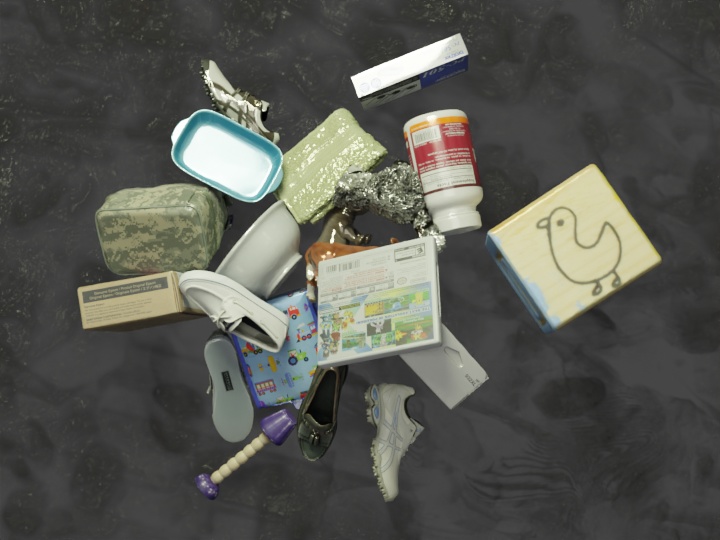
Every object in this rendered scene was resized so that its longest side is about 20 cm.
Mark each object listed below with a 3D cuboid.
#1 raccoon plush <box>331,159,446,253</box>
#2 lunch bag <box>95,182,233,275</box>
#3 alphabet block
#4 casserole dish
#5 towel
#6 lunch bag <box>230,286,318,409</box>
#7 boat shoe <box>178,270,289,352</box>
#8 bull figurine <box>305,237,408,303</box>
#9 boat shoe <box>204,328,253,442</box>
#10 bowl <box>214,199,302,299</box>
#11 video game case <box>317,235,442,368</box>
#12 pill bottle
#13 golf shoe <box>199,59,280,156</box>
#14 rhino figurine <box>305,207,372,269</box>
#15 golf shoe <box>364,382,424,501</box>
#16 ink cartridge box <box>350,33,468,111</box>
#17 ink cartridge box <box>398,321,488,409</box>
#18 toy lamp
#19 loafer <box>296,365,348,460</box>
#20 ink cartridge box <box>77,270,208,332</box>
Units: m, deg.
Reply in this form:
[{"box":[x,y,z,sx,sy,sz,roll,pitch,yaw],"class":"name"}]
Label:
[{"box":[0.041,-0.102,1.586,0.134,0.097,0.200,-20,53,-19],"class":"raccoon plush"},{"box":[-0.334,-0.085,1.664,0.200,0.168,0.139,-3,119,8],"class":"lunch bag"},{"box":[0.338,-0.028,1.568,0.200,0.196,0.195,-34,84,2],"class":"alphabet block"},{"box":[-0.228,-0.191,1.651,0.200,0.039,0.121,28,75,-4],"class":"casserole dish"},{"box":[-0.064,-0.182,1.680,0.200,0.036,0.148,-40,62,-3],"class":"towel"},{"box":[-0.130,0.144,1.665,0.150,0.094,0.200,-16,93,2],"class":"lunch bag"},{"box":[-0.204,0.068,1.553,0.200,0.065,0.074,26,133,-17],"class":"boat shoe"},{"box":[0.000,0.000,1.592,0.200,0.065,0.121,4,53,18],"class":"bull figurine"},{"box":[-0.232,0.199,1.673,0.074,0.068,0.199,-15,108,-2],"class":"boat shoe"},{"box":[-0.162,-0.015,1.625,0.090,0.201,0.201,40,90,0],"class":"bowl"},{"box":[0.027,0.049,1.481,0.200,0.022,0.182,-13,60,21],"class":"video game case"},{"box":[0.145,-0.163,1.642,0.113,0.113,0.200,-11,85,5],"class":"pill bottle"},{"box":[-0.214,-0.295,1.716,0.094,0.078,0.200,-27,93,0],"class":"golf shoe"},{"box":[-0.029,-0.065,1.679,0.087,0.060,0.200,22,84,18],"class":"rhino figurine"},{"box":[0.062,0.290,1.633,0.097,0.078,0.200,-5,85,0],"class":"golf shoe"},{"box":[0.087,-0.343,1.673,0.200,0.094,0.044,-21,83,4],"class":"ink cartridge box"},{"box":[0.104,0.115,1.557,0.084,0.200,0.145,-42,112,1],"class":"ink cartridge box"},{"box":[-0.195,0.314,1.660,0.200,0.058,0.058,-41,82,4],"class":"toy lamp"},{"box":[-0.069,0.236,1.629,0.072,0.063,0.200,14,105,1],"class":"loafer"},{"box":[-0.362,0.055,1.633,0.165,0.200,0.075,-11,84,4],"class":"ink cartridge box"}]
